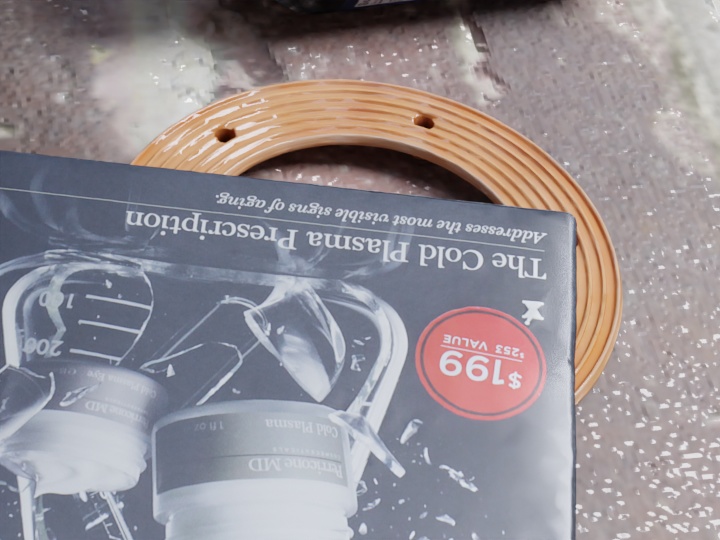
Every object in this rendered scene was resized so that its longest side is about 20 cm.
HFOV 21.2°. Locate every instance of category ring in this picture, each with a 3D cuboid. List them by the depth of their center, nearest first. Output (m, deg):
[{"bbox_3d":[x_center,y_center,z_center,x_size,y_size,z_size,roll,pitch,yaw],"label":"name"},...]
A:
[{"bbox_3d":[0.000,0.000,0.725,0.198,0.019,0.202,4,46,-4],"label":"ring"}]

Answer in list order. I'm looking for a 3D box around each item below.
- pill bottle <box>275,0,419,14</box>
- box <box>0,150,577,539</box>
[{"bbox_3d":[0.011,-0.171,0.822,0.198,0.112,0.112,-9,48,-16],"label":"pill bottle"},{"bbox_3d":[-0.038,0.073,0.577,0.198,0.105,0.184,6,55,-2],"label":"box"}]
